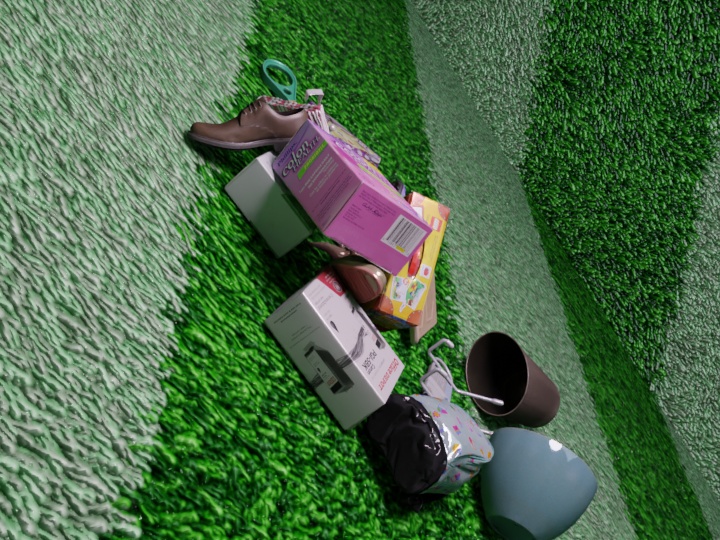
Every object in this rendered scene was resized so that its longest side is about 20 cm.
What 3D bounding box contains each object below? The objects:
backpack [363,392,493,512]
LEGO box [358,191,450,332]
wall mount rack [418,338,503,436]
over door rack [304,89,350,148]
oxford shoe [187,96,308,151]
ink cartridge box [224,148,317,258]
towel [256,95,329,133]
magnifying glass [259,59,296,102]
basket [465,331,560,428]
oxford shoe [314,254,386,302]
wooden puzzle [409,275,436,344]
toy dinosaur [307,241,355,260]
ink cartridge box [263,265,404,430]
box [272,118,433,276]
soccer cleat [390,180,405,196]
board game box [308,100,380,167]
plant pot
[{"bbox_3d":[0.112,0.269,1.274,0.199,0.126,0.169,28,31,-53],"label":"backpack"},{"bbox_3d":[0.060,-0.010,1.396,0.076,0.149,0.203,22,75,-19],"label":"LEGO box"},{"bbox_3d":[0.182,0.226,1.542,0.175,0.074,0.200,51,23,-10],"label":"wall mount rack"},{"bbox_3d":[-0.051,-0.227,1.590,0.201,0.066,0.149,97,-30,-62],"label":"over door rack"},{"bbox_3d":[-0.178,-0.235,1.343,0.196,0.086,0.073,-5,21,-17],"label":"oxford shoe"},{"bbox_3d":[-0.121,-0.126,1.405,0.147,0.083,0.200,52,23,-5],"label":"ink cartridge box"},{"bbox_3d":[-0.100,-0.237,1.492,0.199,0.030,0.148,25,-33,51],"label":"towel"},{"bbox_3d":[-0.148,-0.356,1.717,0.079,0.022,0.202,1,54,-40],"label":"magnifying glass"},{"bbox_3d":[0.324,0.242,1.743,0.199,0.135,0.183,35,33,-47],"label":"basket"},{"bbox_3d":[-0.006,0.001,1.332,0.072,0.073,0.199,61,-22,-17],"label":"oxford shoe"},{"bbox_3d":[0.107,0.029,1.623,0.200,0.045,0.189,-32,120,-72],"label":"wooden puzzle"},{"bbox_3d":[0.000,0.000,1.490,0.198,0.085,0.138,19,64,-37],"label":"toy dinosaur"},{"bbox_3d":[-0.033,0.112,1.253,0.201,0.082,0.147,53,21,-4],"label":"ink cartridge box"},{"bbox_3d":[-0.013,-0.112,1.295,0.175,0.097,0.200,29,15,-43],"label":"box"},{"bbox_3d":[0.057,-0.076,1.624,0.073,0.068,0.203,28,66,-29],"label":"soccer cleat"},{"bbox_3d":[-0.046,-0.274,1.789,0.199,0.032,0.121,38,29,-10],"label":"board game box"},{"bbox_3d":[0.282,0.382,1.420,0.200,0.199,0.136,46,58,-19],"label":"plant pot"}]
